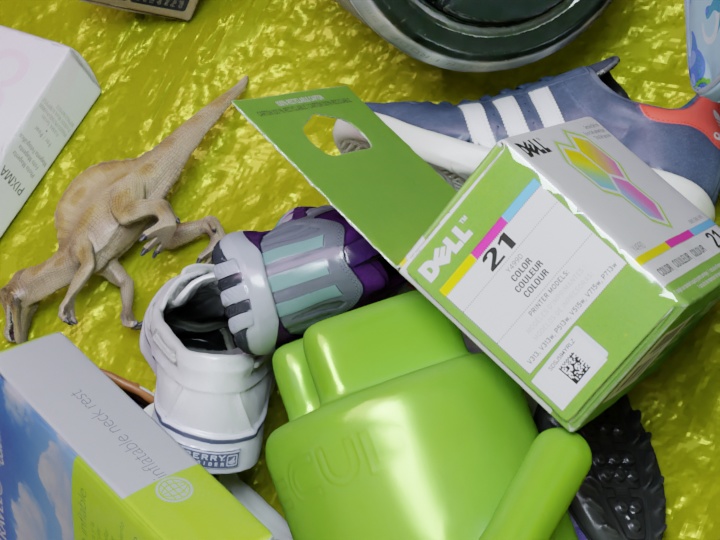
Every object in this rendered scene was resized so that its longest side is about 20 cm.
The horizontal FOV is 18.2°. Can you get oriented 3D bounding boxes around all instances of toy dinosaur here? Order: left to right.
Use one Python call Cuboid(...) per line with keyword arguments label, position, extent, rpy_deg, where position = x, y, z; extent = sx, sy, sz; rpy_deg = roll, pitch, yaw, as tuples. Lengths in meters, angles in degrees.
Cuboid(label="toy dinosaur", position=(-0.121, -0.034, 1.212), extent=(0.200, 0.058, 0.101), rpy_deg=(-46, 49, -6))

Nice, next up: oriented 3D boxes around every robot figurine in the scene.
Cuboid(label="robot figurine", position=(0.031, 0.113, 0.968), extent=(0.116, 0.175, 0.200), rpy_deg=(-17, 81, -26))

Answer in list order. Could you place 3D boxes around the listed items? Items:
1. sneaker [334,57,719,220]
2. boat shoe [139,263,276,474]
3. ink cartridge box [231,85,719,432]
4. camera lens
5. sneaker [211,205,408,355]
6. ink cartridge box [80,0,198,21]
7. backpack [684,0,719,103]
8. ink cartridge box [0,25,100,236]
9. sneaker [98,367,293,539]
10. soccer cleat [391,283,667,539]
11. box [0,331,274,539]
Cuboid(label="sneaker", position=(0.087, -0.068, 1.108), extent=(0.200, 0.075, 0.085), rpy_deg=(13, 67, 23))
Cuboid(label="boat shoe", position=(-0.068, 0.030, 1.085), extent=(0.073, 0.065, 0.200), rpy_deg=(5, 19, -11))
Cuboid(label="ink cartridge box", position=(0.060, -0.036, 0.974), extent=(0.200, 0.148, 0.076), rpy_deg=(43, 110, 10))
Cuboid(label="camera lens", position=(0.043, -0.193, 1.126), extent=(0.160, 0.160, 0.200), rpy_deg=(-39, 22, 0))
Cuboid(label="sneaker", position=(0.000, 0.000, 1.058), extent=(0.087, 0.200, 0.075), rpy_deg=(-17, 93, 14))
Cuboid(label="ink cartridge box", position=(-0.116, -0.273, 1.298), extent=(0.075, 0.165, 0.200), rpy_deg=(7, 51, -21))
Cuboid(label="backpack", position=(0.241, -0.137, 0.983), extent=(0.200, 0.147, 0.183), rpy_deg=(-32, 41, 48))
Cuboid(label="ink cartridge box", position=(-0.266, -0.059, 1.313), extent=(0.162, 0.057, 0.200), rpy_deg=(19, 65, 36))
Cuboid(label="sneaker", position=(-0.086, 0.119, 1.075), extent=(0.073, 0.085, 0.200), rpy_deg=(-44, 51, -7))
Cuboid(label="soccer cleat", position=(0.075, 0.064, 1.049), extent=(0.073, 0.068, 0.200), rpy_deg=(-51, 53, 33))
Cuboid(label="box", position=(-0.113, 0.119, 1.019), extent=(0.048, 0.122, 0.200), rpy_deg=(-22, 42, -30))
